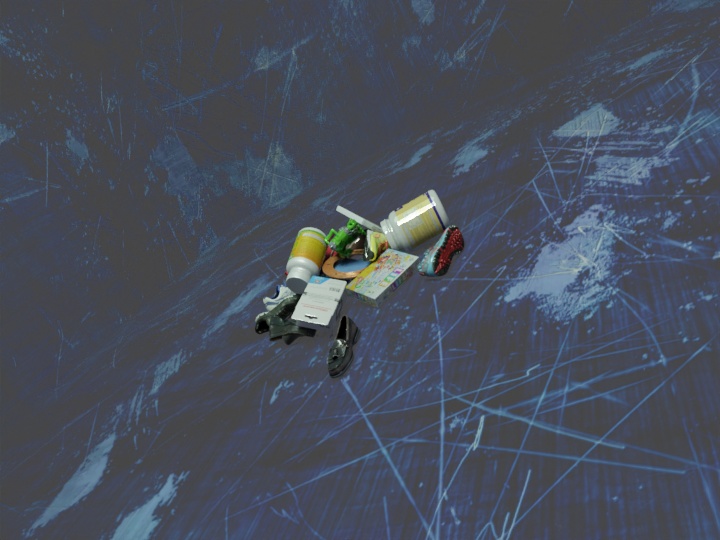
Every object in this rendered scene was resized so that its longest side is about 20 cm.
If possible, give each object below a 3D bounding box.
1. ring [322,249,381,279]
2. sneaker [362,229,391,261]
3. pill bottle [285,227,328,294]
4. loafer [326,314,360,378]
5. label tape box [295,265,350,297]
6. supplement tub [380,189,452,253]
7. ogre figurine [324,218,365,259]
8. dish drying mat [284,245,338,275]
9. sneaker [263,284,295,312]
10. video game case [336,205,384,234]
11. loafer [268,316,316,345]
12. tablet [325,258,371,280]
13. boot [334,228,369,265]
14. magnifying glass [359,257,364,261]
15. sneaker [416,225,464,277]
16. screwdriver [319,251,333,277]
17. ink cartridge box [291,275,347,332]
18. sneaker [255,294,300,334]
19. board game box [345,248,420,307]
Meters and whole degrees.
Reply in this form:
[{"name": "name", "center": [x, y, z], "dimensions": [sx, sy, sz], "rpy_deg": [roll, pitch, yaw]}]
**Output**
[{"name": "ring", "center": [-0.025, -0.018, 1.768], "dimensions": [0.194, 0.020, 0.202], "rpy_deg": [-7, 26, 3]}, {"name": "sneaker", "center": [0.055, -0.080, 1.754], "dimensions": [0.088, 0.080, 0.201], "rpy_deg": [11, 22, 0]}, {"name": "pill bottle", "center": [-0.175, -0.029, 1.786], "dimensions": [0.109, 0.111, 0.203], "rpy_deg": [-18, 42, 34]}, {"name": "loafer", "center": [-0.052, 0.188, 1.401], "dimensions": [0.071, 0.064, 0.201], "rpy_deg": [-23, 21, 23]}, {"name": "label tape box", "center": [-0.111, 0.051, 1.815], "dimensions": [0.198, 0.064, 0.144], "rpy_deg": [19, 51, 44]}, {"name": "supplement tub", "center": [0.175, -0.144, 1.745], "dimensions": [0.197, 0.147, 0.146], "rpy_deg": [-28, 19, 9]}, {"name": "ogre figurine", "center": [-0.048, -0.107, 1.794], "dimensions": [0.119, 0.098, 0.200], "rpy_deg": [-41, 16, 3]}, {"name": "dish drying mat", "center": [-0.157, -0.025, 1.874], "dimensions": [0.198, 0.019, 0.076], "rpy_deg": [-33, 38, -19]}, {"name": "sneaker", "center": [-0.252, 0.077, 1.956], "dimensions": [0.199, 0.089, 0.075], "rpy_deg": [-39, 19, -25]}, {"name": "video game case", "center": [0.028, -0.161, 1.940], "dimensions": [0.199, 0.179, 0.023], "rpy_deg": [35, 99, 56]}, {"name": "loafer", "center": [-0.205, 0.188, 1.666], "dimensions": [0.197, 0.072, 0.074], "rpy_deg": [2, 76, 48]}, {"name": "tablet", "center": [0.000, 0.000, 1.760], "dimensions": [0.195, 0.014, 0.130], "rpy_deg": [6, 30, 29]}, {"name": "boot", "center": [-0.036, -0.053, 1.977], "dimensions": [0.185, 0.064, 0.201], "rpy_deg": [-37, 11, 28]}, {"name": "magnifying glass", "center": [0.016, -0.033, 1.916], "dimensions": [0.199, 0.023, 0.079], "rpy_deg": [-41, 20, -26]}, {"name": "sneaker", "center": [0.220, -0.057, 1.565], "dimensions": [0.094, 0.080, 0.200], "rpy_deg": [-14, 25, 46]}, {"name": "screwdriver", "center": [-0.114, -0.009, 1.807], "dimensions": [0.028, 0.029, 0.203], "rpy_deg": [-42, 25, 37]}, {"name": "ink cartridge box", "center": [-0.117, 0.108, 1.609], "dimensions": [0.113, 0.069, 0.202], "rpy_deg": [9, 37, 11]}, {"name": "sneaker", "center": [-0.274, 0.155, 1.838], "dimensions": [0.197, 0.067, 0.091], "rpy_deg": [-30, 21, 17]}, {"name": "board game box", "center": [0.068, 0.018, 1.633], "dimensions": [0.199, 0.035, 0.133], "rpy_deg": [-42, 37, -27]}]
